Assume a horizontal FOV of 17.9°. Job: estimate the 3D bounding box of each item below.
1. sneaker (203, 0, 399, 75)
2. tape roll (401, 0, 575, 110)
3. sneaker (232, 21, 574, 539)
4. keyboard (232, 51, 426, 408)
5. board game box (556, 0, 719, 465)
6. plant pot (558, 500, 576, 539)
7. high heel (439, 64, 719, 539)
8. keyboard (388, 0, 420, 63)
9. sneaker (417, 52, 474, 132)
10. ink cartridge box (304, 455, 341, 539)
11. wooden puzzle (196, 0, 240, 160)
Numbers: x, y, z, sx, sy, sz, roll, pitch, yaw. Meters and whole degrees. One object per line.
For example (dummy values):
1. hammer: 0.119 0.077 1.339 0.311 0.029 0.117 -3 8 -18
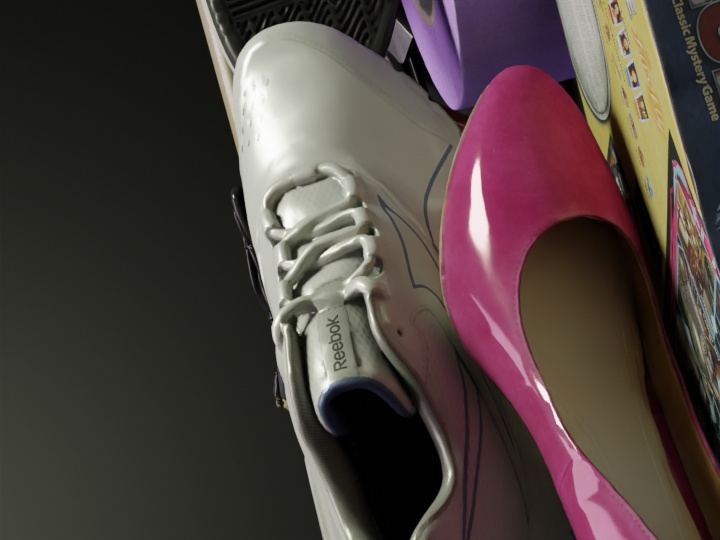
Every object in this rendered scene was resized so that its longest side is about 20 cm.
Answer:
1. sneaker: -0.032 -0.126 0.813 0.121 0.083 0.202 95 168 -68
2. tape roll: 0.037 -0.161 0.794 0.200 0.065 0.202 164 90 -88
3. sneaker: 0.006 0.011 0.676 0.087 0.074 0.201 24 -138 -65
4. keyboard: 0.000 0.000 0.964 0.021 0.126 0.201 -32 -70 -50
5. board game box: 0.102 -0.008 0.646 0.135 0.034 0.202 -174 69 -87
6. plant pot: 0.072 0.186 0.744 0.161 0.199 0.202 32 -142 -63
7. high heel: 0.075 0.032 0.617 0.096 0.067 0.202 -26 64 58
8. keyboard: -0.025 -0.155 0.934 0.200 0.126 0.021 50 156 33
9. sneaker: 0.006 -0.134 0.977 0.200 0.071 0.112 47 171 -8
10. ink cartridge box: 0.068 0.195 1.235 0.145 0.146 0.201 -109 4 -46
11. wooden puzzle: 0.005 -0.112 1.082 0.199 0.046 0.187 -12 -96 -49
